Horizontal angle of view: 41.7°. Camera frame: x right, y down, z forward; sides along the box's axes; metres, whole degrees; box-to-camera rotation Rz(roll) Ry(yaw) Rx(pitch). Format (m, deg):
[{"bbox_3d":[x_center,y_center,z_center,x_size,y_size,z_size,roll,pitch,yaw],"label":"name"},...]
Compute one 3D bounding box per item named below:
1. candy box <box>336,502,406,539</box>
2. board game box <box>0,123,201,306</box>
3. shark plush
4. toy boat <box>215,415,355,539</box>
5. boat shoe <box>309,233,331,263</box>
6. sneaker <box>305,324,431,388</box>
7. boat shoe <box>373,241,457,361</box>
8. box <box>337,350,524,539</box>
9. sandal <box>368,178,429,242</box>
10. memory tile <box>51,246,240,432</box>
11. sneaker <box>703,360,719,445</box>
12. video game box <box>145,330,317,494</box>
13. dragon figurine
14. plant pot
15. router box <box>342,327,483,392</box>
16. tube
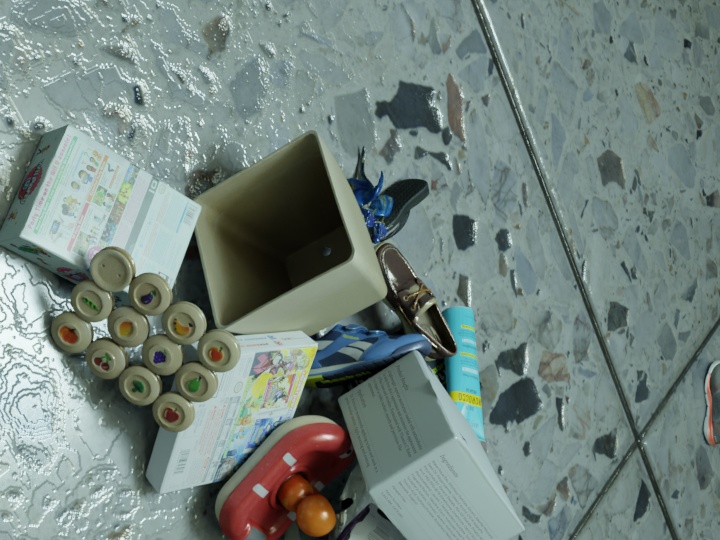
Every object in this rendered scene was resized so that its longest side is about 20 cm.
[{"bbox_3d":[-0.033,0.420,1.240,0.071,0.168,0.200,37,62,6],"label":"candy box"},{"bbox_3d":[-0.302,-0.055,1.116,0.200,0.064,0.148,35,62,-38],"label":"board game box"},{"bbox_3d":[-0.041,0.333,1.320,0.200,0.083,0.091,-42,114,-39],"label":"shark plush"},{"bbox_3d":[-0.079,0.287,1.209,0.200,0.131,0.131,-47,143,-9],"label":"toy boat"},{"bbox_3d":[0.000,0.000,1.404,0.200,0.074,0.061,28,73,-44],"label":"boat shoe"},{"bbox_3d":[0.000,0.107,1.318,0.074,0.199,0.083,51,31,-61],"label":"sneaker"},{"bbox_3d":[0.083,0.045,1.381,0.072,0.072,0.200,-36,107,-35],"label":"boat shoe"},{"bbox_3d":[0.088,0.249,1.230,0.130,0.199,0.200,-33,119,5],"label":"box"},{"bbox_3d":[0.044,-0.081,1.461,0.200,0.075,0.048,-38,129,-40],"label":"sandal"},{"bbox_3d":[-0.244,0.080,1.069,0.200,0.153,0.017,39,21,-3],"label":"memory tile"},{"bbox_3d":[0.861,0.312,2.221,0.077,0.082,0.201,16,74,-43],"label":"sneaker"},{"bbox_3d":[-0.159,0.173,1.181,0.182,0.047,0.201,1,118,-43],"label":"video game box"},{"bbox_3d":[0.014,-0.109,1.398,0.059,0.099,0.200,66,33,-35],"label":"dragon figurine"},{"bbox_3d":[-0.076,-0.021,1.226,0.177,0.200,0.200,39,29,-55],"label":"plant pot"},{"bbox_3d":[0.077,0.167,1.433,0.200,0.062,0.150,-29,84,-44],"label":"router box"},{"bbox_3d":[0.153,0.155,1.426,0.077,0.050,0.201,16,60,-35],"label":"tube"}]
